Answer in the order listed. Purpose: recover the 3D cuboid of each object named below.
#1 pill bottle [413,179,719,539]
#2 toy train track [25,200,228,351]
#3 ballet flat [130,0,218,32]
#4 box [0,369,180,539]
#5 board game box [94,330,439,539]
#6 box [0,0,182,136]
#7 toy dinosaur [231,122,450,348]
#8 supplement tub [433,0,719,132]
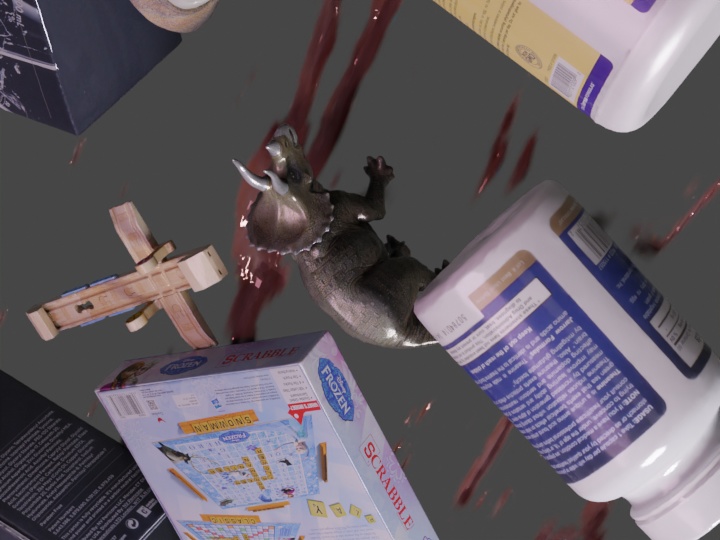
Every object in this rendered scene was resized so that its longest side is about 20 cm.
[{"bbox_3d":[0.133,0.057,1.187,0.200,0.111,0.111,48,137,-2],"label":"pill bottle"},{"bbox_3d":[-0.168,0.021,1.446,0.199,0.033,0.115,-17,109,44],"label":"toy train track"},{"bbox_3d":[-0.108,-0.190,1.174,0.067,0.068,0.200,27,164,32],"label":"ballet flat"},{"bbox_3d":[-0.246,0.210,1.579,0.196,0.124,0.201,28,135,15],"label":"box"},{"bbox_3d":[-0.059,0.143,1.444,0.199,0.041,0.200,-9,117,41],"label":"board game box"},{"bbox_3d":[-0.222,-0.206,1.235,0.181,0.104,0.201,19,140,31],"label":"box"},{"bbox_3d":[0.000,0.000,1.252,0.077,0.102,0.200,-29,101,46],"label":"toy dinosaur"},{"bbox_3d":[0.091,-0.178,1.020,0.200,0.145,0.146,38,136,8],"label":"supplement tub"}]
